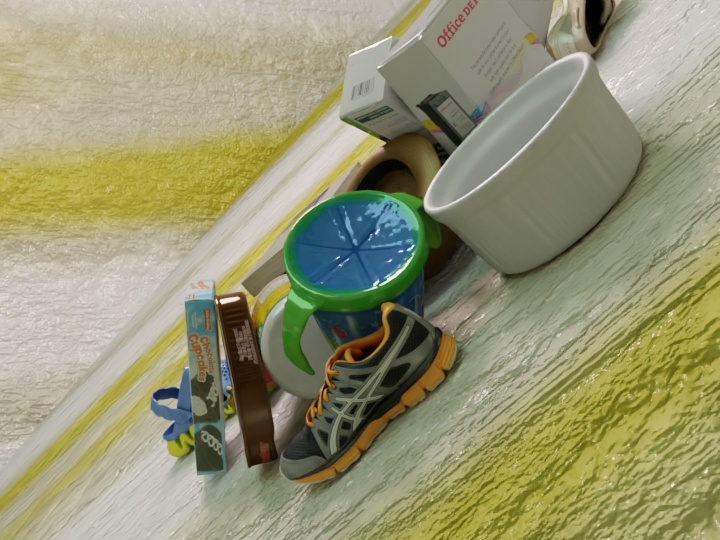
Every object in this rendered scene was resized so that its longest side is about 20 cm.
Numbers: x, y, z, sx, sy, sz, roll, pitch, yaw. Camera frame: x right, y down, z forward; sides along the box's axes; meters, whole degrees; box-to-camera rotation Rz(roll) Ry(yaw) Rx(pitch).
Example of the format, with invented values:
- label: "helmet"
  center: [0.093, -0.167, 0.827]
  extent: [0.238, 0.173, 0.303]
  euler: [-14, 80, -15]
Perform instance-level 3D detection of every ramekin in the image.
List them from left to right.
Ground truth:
- label: "ramekin"
  center: [0.160, -0.092, 0.962]
  extent: [0.200, 0.098, 0.201]
  euler: [-42, 13, 12]

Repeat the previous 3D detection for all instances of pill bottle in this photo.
- label: "pill bottle"
  center: [-0.064, 0.063, 1.168]
  extent: [0.113, 0.113, 0.200]
  euler: [-45, 13, -2]

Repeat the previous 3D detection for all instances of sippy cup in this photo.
- label: "sippy cup"
  center: [0.005, 0.019, 0.999]
  extent: [0.174, 0.132, 0.141]
  euler: [-16, 45, -1]

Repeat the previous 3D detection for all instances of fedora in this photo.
- label: "fedora"
  center: [0.049, -0.049, 1.156]
  extent: [0.200, 0.081, 0.204]
  euler: [-34, 46, 42]

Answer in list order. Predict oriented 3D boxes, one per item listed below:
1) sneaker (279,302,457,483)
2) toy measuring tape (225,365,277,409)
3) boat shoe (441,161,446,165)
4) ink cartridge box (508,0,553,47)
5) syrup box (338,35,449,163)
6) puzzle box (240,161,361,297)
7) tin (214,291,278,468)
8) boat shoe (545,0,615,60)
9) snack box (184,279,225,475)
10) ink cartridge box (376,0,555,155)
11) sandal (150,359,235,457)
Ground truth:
- label: "sneaker"
  center: [-0.007, 0.108, 0.936]
  extent: [0.200, 0.077, 0.078]
  euler: [-45, 15, 12]
- label: "toy measuring tape"
  center: [-0.101, 0.086, 1.312]
  extent: [0.201, 0.074, 0.073]
  euler: [-49, 13, -12]
- label: "boat shoe"
  center: [0.085, -0.088, 1.244]
  extent: [0.200, 0.071, 0.061]
  euler: [-34, 21, 52]
- label: "ink cartridge box"
  center: [0.174, -0.246, 1.344]
  extent: [0.116, 0.066, 0.204]
  euler: [175, 107, -71]
- label: "syrup box"
  center: [0.077, -0.180, 1.200]
  extent: [0.078, 0.198, 0.083]
  euler: [-11, 64, 48]
- label: "puzzle box"
  center: [-0.064, -0.054, 1.303]
  extent: [0.133, 0.025, 0.201]
  euler: [-39, 10, 29]
- label: "tin"
  center: [-0.121, 0.112, 1.121]
  extent: [0.113, 0.041, 0.202]
  euler: [94, 163, -48]
- label: "boat shoe"
  center: [0.291, -0.328, 1.331]
  extent: [0.064, 0.072, 0.202]
  euler: [-22, 31, 45]
- label: "snack box"
  center: [-0.180, 0.121, 1.235]
  extent: [0.036, 0.204, 0.116]
  euler: [-4, 10, -7]
- label: "ink cartridge box"
  center: [0.133, -0.196, 1.128]
  extent: [0.085, 0.200, 0.148]
  euler: [-26, 22, 51]
- label: "sandal"
  center: [-0.203, 0.157, 1.391]
  extent: [0.199, 0.087, 0.080]
  euler: [-42, 12, 10]
